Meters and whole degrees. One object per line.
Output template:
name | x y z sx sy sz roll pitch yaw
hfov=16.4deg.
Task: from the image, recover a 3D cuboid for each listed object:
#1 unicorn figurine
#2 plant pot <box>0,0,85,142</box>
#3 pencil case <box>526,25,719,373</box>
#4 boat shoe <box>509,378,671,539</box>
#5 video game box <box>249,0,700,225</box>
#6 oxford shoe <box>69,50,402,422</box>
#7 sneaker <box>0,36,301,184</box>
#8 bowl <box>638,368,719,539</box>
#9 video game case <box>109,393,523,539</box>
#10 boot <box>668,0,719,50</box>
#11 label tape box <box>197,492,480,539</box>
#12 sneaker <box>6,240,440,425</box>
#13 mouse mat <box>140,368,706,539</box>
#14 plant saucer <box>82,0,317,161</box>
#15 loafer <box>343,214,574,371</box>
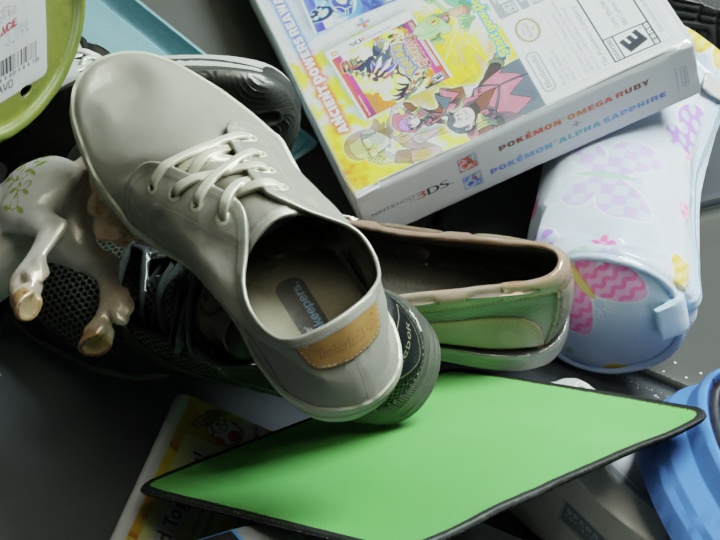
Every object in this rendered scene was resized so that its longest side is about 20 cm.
unicorn figurine | -0.176 -0.001 1.072 0.199 0.074 0.138 -17 47 1
plant pot | -0.221 -0.134 1.076 0.199 0.188 0.187 27 42 26
pencil case | 0.134 -0.041 1.248 0.090 0.083 0.200 10 45 8
boat shoe | 0.137 0.124 1.114 0.068 0.072 0.200 -25 52 -35
video game box | 0.048 -0.129 1.256 0.182 0.047 0.200 -22 51 -4
oxford shoe | -0.050 -0.026 0.986 0.075 0.058 0.200 -31 59 -14
sneaker | -0.113 -0.082 1.137 0.200 0.076 0.116 -10 34 22
bowl | 0.211 0.122 1.104 0.200 0.039 0.201 33 25 -18
video game case | -0.026 0.159 1.039 0.181 0.023 0.200 23 45 -1
boot | 0.136 -0.190 1.411 0.199 0.070 0.132 28 40 -12
label tape box | 0.015 0.170 0.943 0.143 0.066 0.200 -12 33 -31
sneaker | -0.071 0.010 1.065 0.199 0.114 0.077 14 76 21
mouse mat | 0.028 0.076 1.049 0.200 0.008 0.161 -17 17 -42
plant saucer | -0.117 -0.103 1.248 0.200 0.019 0.070 39 46 14
loafer | 0.000 0.000 1.143 0.199 0.063 0.072 6 55 -1
